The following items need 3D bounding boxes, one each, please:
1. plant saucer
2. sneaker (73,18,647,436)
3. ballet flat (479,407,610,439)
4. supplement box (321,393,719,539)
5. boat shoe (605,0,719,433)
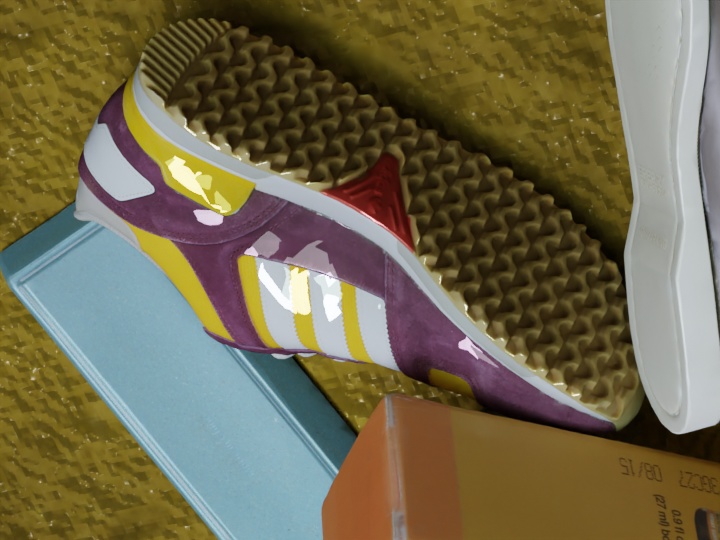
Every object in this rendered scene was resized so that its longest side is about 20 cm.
[{"bbox_3d":[-0.045,0.058,0.962,0.070,0.019,0.200,-32,103,26],"label":"plant saucer"},{"bbox_3d":[0.000,0.000,0.897,0.200,0.075,0.090,35,135,-2],"label":"sneaker"},{"bbox_3d":[0.054,0.131,0.946,0.067,0.046,0.200,4,120,-7],"label":"ballet flat"},{"bbox_3d":[0.091,0.100,0.873,0.200,0.067,0.069,11,134,-15],"label":"supplement box"},{"bbox_3d":[0.115,-0.049,0.837,0.059,0.072,0.200,-8,106,-11],"label":"boat shoe"}]
